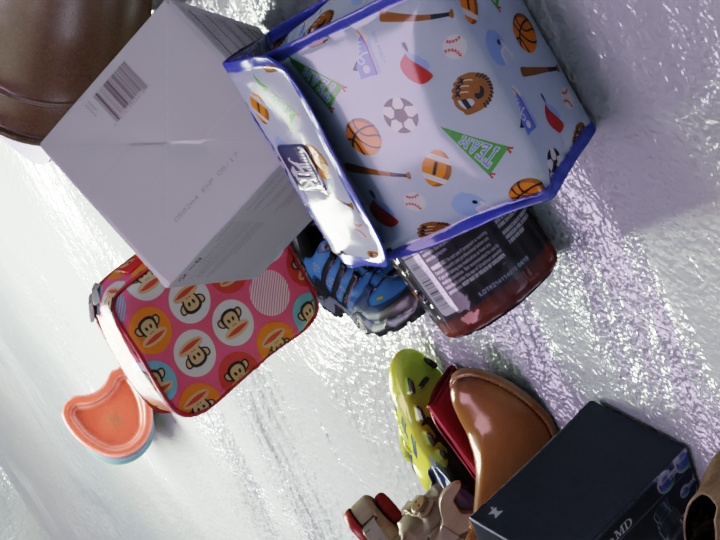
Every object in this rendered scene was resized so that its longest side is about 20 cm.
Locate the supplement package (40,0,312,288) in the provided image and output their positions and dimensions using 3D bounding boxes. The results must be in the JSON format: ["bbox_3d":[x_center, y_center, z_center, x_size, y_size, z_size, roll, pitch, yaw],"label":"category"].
[{"bbox_3d":[-0.112,-0.095,1.373,0.151,0.152,0.200,46,-167,10],"label":"supplement package"}]

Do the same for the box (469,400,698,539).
[{"bbox_3d":[0.195,0.234,1.408,0.107,0.148,0.201,25,148,46],"label":"box"}]

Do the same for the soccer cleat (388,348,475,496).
[{"bbox_3d":[0.058,0.153,1.649,0.083,0.065,0.201,5,135,38],"label":"soccer cleat"}]

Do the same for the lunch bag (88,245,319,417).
[{"bbox_3d":[-0.153,0.022,1.685,0.082,0.200,0.177,1,124,61],"label":"lunch bag"}]

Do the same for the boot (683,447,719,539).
[{"bbox_3d":[0.265,0.197,1.313,0.073,0.075,0.201,35,155,29],"label":"boot"}]

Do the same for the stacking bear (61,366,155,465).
[{"bbox_3d":[-0.346,0.222,2.518,0.114,0.121,0.200,55,168,7],"label":"stacking bear"}]

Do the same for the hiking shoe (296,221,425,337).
[{"bbox_3d":[0.000,0.000,1.517,0.087,0.074,0.199,58,157,-20],"label":"hiking shoe"}]

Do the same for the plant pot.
[{"bbox_3d":[-0.258,-0.241,1.505,0.200,0.200,0.199,46,151,11],"label":"plant pot"}]

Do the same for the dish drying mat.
[{"bbox_3d":[0.125,0.182,1.574,0.018,0.077,0.201,-30,101,30],"label":"dish drying mat"}]

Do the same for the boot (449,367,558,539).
[{"bbox_3d":[0.110,0.197,1.488,0.076,0.155,0.201,-8,121,43],"label":"boot"}]

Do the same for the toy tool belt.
[{"bbox_3d":[0.086,0.232,1.605,0.200,0.123,0.125,44,-176,-36],"label":"toy tool belt"}]

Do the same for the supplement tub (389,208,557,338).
[{"bbox_3d":[0.049,-0.058,1.290,0.201,0.107,0.107,54,158,-7],"label":"supplement tub"}]

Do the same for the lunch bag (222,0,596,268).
[{"bbox_3d":[0.021,-0.102,1.159,0.199,0.124,0.171,-19,109,36],"label":"lunch bag"}]

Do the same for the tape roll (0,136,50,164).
[{"bbox_3d":[-0.358,-0.217,1.865,0.200,0.085,0.201,42,156,23],"label":"tape roll"}]
